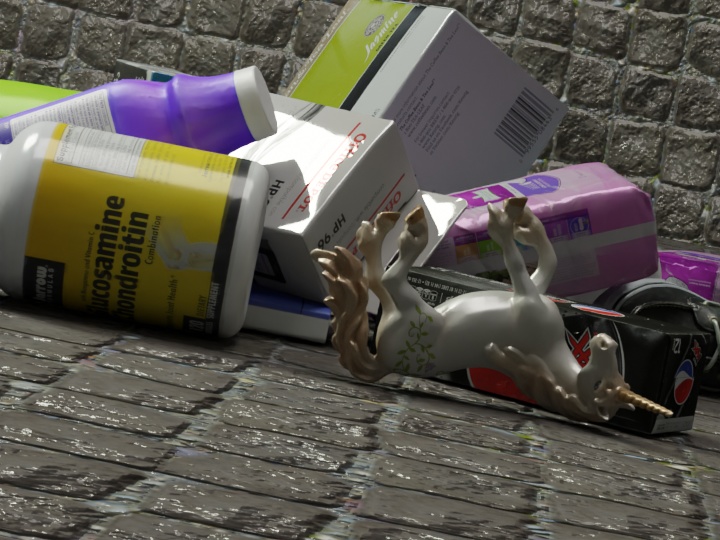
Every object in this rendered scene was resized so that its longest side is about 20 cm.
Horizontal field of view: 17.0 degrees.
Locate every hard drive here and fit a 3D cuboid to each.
[{"bbox_3d":[-0.119,0.011,1.605,0.200,0.025,0.132,11,5,-2],"label":"hard drive"}]

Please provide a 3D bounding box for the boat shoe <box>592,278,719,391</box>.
[{"bbox_3d":[0.247,0.048,1.710,0.200,0.072,0.071,9,1,-40],"label":"boat shoe"}]

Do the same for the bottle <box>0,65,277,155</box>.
[{"bbox_3d":[-0.154,-0.081,1.561,0.200,0.084,0.065,-18,-8,7],"label":"bottle"}]

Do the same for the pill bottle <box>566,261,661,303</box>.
[{"bbox_3d":[0.136,-0.005,1.849,0.111,0.111,0.200,8,5,-27],"label":"pill bottle"}]

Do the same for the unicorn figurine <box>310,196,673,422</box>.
[{"bbox_3d":[0.078,0.027,1.416,0.200,0.138,0.074,-7,-4,10],"label":"unicorn figurine"}]

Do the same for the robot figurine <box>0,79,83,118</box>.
[{"bbox_3d":[-0.267,-0.086,1.829,0.200,0.116,0.175,7,-1,-13],"label":"robot figurine"}]

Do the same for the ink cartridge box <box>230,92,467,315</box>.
[{"bbox_3d":[-0.044,-0.050,1.591,0.200,0.116,0.068,15,-36,34],"label":"ink cartridge box"}]

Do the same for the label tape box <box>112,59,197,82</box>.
[{"bbox_3d":[-0.181,-0.097,1.992,0.066,0.144,0.200,9,6,-21],"label":"label tape box"}]

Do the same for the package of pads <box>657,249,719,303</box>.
[{"bbox_3d":[0.283,0.026,2.028,0.120,0.076,0.200,10,4,25],"label":"package of pads"}]

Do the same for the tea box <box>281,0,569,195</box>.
[{"bbox_3d":[0.021,-0.091,1.865,0.134,0.200,0.197,38,-6,-26],"label":"tea box"}]

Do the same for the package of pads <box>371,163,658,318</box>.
[{"bbox_3d":[0.096,-0.017,1.666,0.200,0.076,0.121,-13,9,-5],"label":"package of pads"}]

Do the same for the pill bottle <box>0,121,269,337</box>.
[{"bbox_3d":[-0.161,-0.029,1.479,0.200,0.112,0.112,11,5,0],"label":"pill bottle"}]

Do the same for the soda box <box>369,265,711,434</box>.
[{"bbox_3d":[0.109,0.047,1.488,0.200,0.063,0.071,13,6,30],"label":"soda box"}]
